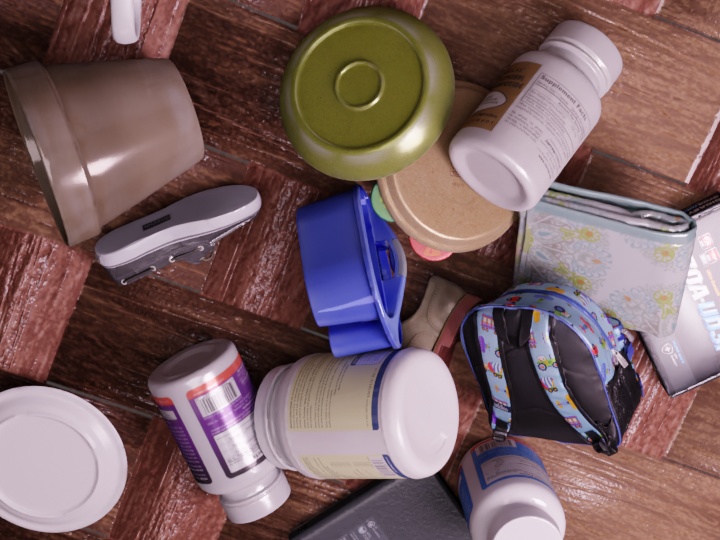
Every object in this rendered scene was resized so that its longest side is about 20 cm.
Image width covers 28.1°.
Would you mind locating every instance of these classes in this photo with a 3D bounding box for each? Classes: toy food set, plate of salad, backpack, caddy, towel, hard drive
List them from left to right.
[{"bbox_3d":[-0.375,0.222,1.716,0.200,0.048,0.200,2,114,4],"label":"plate of salad"},{"bbox_3d":[0.000,0.000,1.600,0.105,0.200,0.141,-16,142,8],"label":"caddy"},{"bbox_3d":[0.032,0.329,1.778,0.200,0.033,0.140,-33,106,7],"label":"hard drive"},{"bbox_3d":[0.100,-0.113,1.612,0.200,0.049,0.198,-10,93,-23],"label":"toy food set"},{"bbox_3d":[0.212,0.093,1.621,0.182,0.135,0.200,2,130,37],"label":"backpack"},{"bbox_3d":[0.268,-0.015,1.619,0.200,0.048,0.171,16,140,15],"label":"towel"}]

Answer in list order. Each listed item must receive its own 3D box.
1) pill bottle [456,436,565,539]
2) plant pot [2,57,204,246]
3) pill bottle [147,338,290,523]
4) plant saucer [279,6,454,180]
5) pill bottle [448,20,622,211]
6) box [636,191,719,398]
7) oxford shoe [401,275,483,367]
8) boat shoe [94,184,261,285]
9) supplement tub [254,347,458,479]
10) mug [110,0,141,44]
[{"bbox_3d":[0.178,0.282,1.685,0.112,0.200,0.112,-1,107,-3],"label":"pill bottle"},{"bbox_3d":[-0.270,-0.148,1.554,0.173,0.200,0.200,-22,107,-15],"label":"plant pot"},{"bbox_3d":[-0.158,0.190,1.685,0.111,0.111,0.200,-23,107,4],"label":"pill bottle"},{"bbox_3d":[0.002,-0.198,1.567,0.200,0.031,0.200,-3,79,15],"label":"plant saucer"},{"bbox_3d":[0.195,-0.172,1.564,0.114,0.114,0.200,43,70,-14],"label":"pill bottle"},{"bbox_3d":[0.395,0.030,1.703,0.159,0.046,0.200,-25,106,5],"label":"box"},{"bbox_3d":[0.068,0.097,1.706,0.075,0.070,0.200,37,107,18],"label":"oxford shoe"},{"bbox_3d":[-0.201,-0.034,1.643,0.200,0.070,0.066,-23,124,0],"label":"boat shoe"},{"bbox_3d":[-0.005,0.163,1.631,0.200,0.145,0.145,-5,110,34],"label":"supplement tub"},{"bbox_3d":[-0.245,-0.335,1.486,0.147,0.175,0.200,-1,110,-6],"label":"mug"}]
